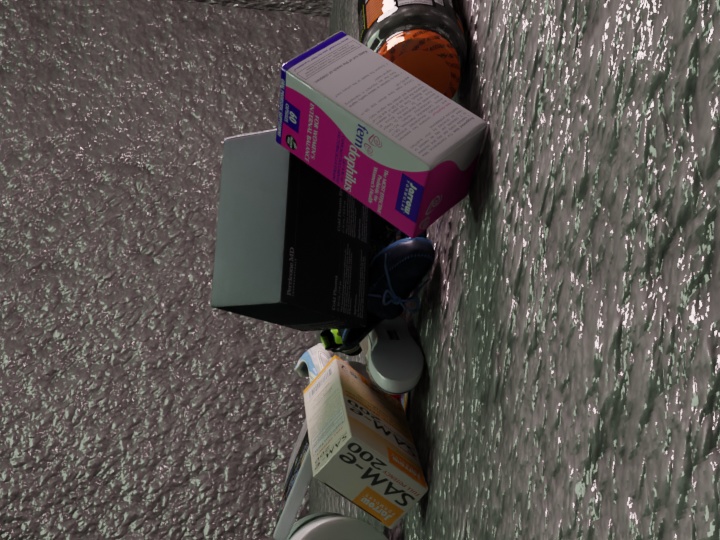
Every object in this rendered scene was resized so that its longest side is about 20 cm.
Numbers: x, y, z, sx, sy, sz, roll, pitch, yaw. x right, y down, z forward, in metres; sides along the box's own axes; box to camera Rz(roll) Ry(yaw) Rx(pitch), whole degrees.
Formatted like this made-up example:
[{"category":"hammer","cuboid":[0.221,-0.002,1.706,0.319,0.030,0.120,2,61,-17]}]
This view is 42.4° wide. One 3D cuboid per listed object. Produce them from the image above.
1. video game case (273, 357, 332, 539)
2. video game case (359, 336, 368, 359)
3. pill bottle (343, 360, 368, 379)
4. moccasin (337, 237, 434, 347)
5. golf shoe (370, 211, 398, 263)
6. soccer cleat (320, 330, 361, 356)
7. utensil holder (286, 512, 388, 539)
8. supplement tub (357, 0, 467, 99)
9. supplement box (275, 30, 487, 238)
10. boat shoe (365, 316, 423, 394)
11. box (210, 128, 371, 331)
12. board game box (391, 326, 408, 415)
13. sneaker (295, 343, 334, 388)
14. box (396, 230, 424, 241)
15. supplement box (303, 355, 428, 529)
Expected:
[{"category":"video game case","cuboid":[-0.075,0.254,1.333,0.182,0.023,0.202,-80,11,-63]},{"category":"video game case","cuboid":[0.000,0.000,1.336,0.183,0.022,0.201,-76,-31,-48]},{"category":"pill bottle","cuboid":[-0.030,0.248,1.582,0.201,0.110,0.113,104,168,-55]},{"category":"moccasin","cuboid":[0.036,0.034,1.170,0.200,0.080,0.069,129,145,-47]},{"category":"golf shoe","cuboid":[0.015,-0.056,1.246,0.095,0.077,0.202,-101,14,-62]},{"category":"soccer cleat","cuboid":[-0.027,0.101,1.465,0.200,0.080,0.068,123,127,-75]},{"category":"utensil holder","cuboid":[-0.035,0.424,1.288,0.200,0.168,0.172,124,150,-72]},{"category":"supplement tub","cuboid":[0.058,-0.273,1.070,0.201,0.121,0.123,-92,9,-47]},{"category":"supplement box","cuboid":[0.017,-0.143,0.958,0.103,0.199,0.102,-39,-26,-35]},{"category":"boat shoe","cuboid":[0.038,0.124,1.212,0.200,0.070,0.071,-109,23,-69]},{"category":"box","cuboid":[-0.076,-0.042,1.099,0.182,0.103,0.203,22,-113,-57]},{"category":"board game box","cuboid":[0.036,0.158,1.350,0.200,0.038,0.160,163,111,-83]},{"category":"sneaker","cuboid":[-0.038,0.185,1.432,0.072,0.072,0.200,49,176,-37]},{"category":"box","cuboid":[0.068,-0.087,1.278,0.121,0.032,0.203,-157,70,-83]},{"category":"supplement box","cuboid":[0.002,0.207,1.155,0.074,0.126,0.200,-48,21,13]}]
